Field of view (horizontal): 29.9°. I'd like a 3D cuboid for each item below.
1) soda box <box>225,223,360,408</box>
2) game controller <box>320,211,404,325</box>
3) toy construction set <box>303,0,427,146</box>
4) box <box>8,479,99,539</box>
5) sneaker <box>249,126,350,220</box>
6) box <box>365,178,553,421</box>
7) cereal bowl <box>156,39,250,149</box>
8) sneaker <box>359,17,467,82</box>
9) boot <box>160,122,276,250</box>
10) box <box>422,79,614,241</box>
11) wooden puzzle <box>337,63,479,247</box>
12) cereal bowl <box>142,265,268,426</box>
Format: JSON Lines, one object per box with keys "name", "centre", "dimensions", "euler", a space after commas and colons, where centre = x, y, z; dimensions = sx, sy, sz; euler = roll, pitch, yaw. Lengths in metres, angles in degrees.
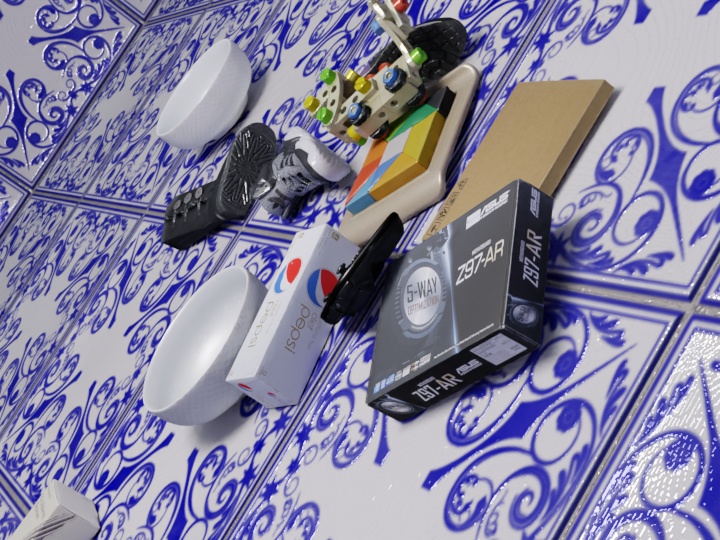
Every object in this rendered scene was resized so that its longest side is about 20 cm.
{"name": "soda box", "centre": [-0.070, 0.050, 1.499], "dimensions": [0.068, 0.064, 0.201], "euler": [-15, 46, 55]}
{"name": "game controller", "centre": [0.000, 0.000, 1.382], "dimensions": [0.105, 0.042, 0.200], "euler": [-61, 1, -13]}
{"name": "toy construction set", "centre": [0.014, -0.230, 1.604], "dimensions": [0.200, 0.092, 0.132], "euler": [-54, 32, 35]}
{"name": "box", "centre": [-0.418, 0.373, 1.713], "dimensions": [0.201, 0.068, 0.082], "euler": [-54, 24, 2]}
{"name": "sneaker", "centre": [-0.080, -0.116, 1.732], "dimensions": [0.114, 0.075, 0.200], "euler": [-53, 18, 4]}
{"name": "box", "centre": [0.088, 0.029, 1.219], "dimensions": [0.200, 0.043, 0.161], "euler": [-34, 37, 46]}
{"name": "cereal bowl", "centre": [-0.247, -0.280, 2.232], "dimensions": [0.200, 0.083, 0.201], "euler": [-42, 27, 27]}
{"name": "sneaker", "centre": [0.060, -0.272, 1.679], "dimensions": [0.200, 0.076, 0.088], "euler": [-30, 27, 44]}
{"name": "boot", "centre": [-0.216, -0.124, 2.018], "dimensions": [0.200, 0.065, 0.166], "euler": [-27, 34, 55]}
{"name": "box", "centre": [0.152, -0.101, 1.332], "dimensions": [0.201, 0.021, 0.163], "euler": [-58, 24, -8]}
{"name": "wooden puzzle", "centre": [0.049, -0.134, 1.553], "dimensions": [0.185, 0.037, 0.201], "euler": [-29, 34, 44]}
{"name": "cereal bowl", "centre": [-0.165, 0.099, 1.586], "dimensions": [0.200, 0.083, 0.201], "euler": [-43, 26, 27]}
